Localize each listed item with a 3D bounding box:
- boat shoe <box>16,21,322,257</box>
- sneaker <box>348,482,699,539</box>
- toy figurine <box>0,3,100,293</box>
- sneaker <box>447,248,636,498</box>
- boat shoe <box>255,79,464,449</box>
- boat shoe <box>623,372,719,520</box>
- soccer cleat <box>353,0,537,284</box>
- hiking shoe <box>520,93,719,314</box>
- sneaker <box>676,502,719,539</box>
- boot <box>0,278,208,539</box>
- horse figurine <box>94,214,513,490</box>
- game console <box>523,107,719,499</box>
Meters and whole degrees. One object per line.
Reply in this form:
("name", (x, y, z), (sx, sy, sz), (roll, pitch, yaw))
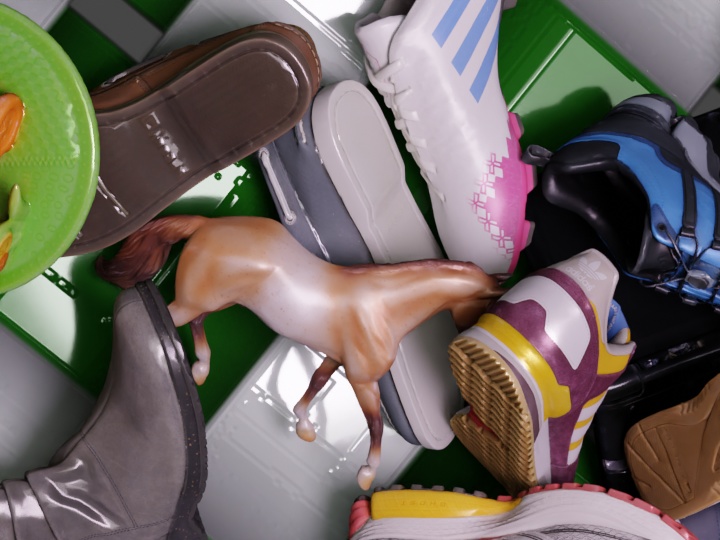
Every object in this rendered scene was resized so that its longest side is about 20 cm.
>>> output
("boat shoe", (-0.109, -0.064, 1.416), (0.200, 0.068, 0.072), (-20, 106, 12))
("sneaker", (0.084, 0.155, 1.400), (0.078, 0.200, 0.082), (45, 48, -49))
("toy figurine", (-0.230, -0.025, 1.316), (0.150, 0.184, 0.200), (23, 104, 12))
("sneaker", (0.098, 0.057, 1.415), (0.090, 0.200, 0.075), (-40, 73, -12))
("boat shoe", (0.000, 0.000, 1.460), (0.062, 0.073, 0.200), (-9, 109, 32))
("boat shoe", (0.205, 0.074, 1.388), (0.069, 0.200, 0.071), (-18, 88, -27))
("soccer cleat", (0.036, -0.090, 1.440), (0.086, 0.070, 0.200), (-3, 88, -27))
("hiking shoe", (0.173, -0.003, 1.410), (0.087, 0.200, 0.074), (-27, 145, -38))
("sneaker", (0.216, 0.207, 1.457), (0.079, 0.078, 0.200), (-19, 71, -3))
("boot", (-0.143, 0.102, 1.392), (0.130, 0.068, 0.200), (-10, 128, -13))
("horse figurine", (-0.040, 0.023, 1.408), (0.200, 0.050, 0.133), (25, 123, 3))
("game console", (0.197, 0.020, 1.515), (0.200, 0.116, 0.176), (-20, 130, -9))
